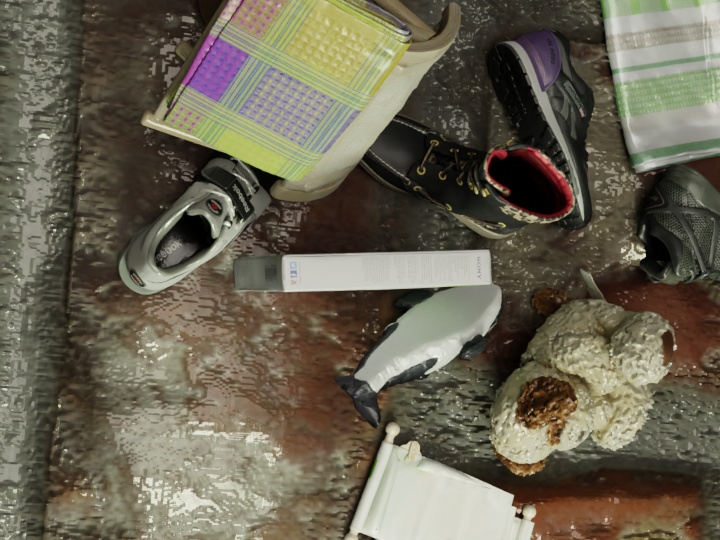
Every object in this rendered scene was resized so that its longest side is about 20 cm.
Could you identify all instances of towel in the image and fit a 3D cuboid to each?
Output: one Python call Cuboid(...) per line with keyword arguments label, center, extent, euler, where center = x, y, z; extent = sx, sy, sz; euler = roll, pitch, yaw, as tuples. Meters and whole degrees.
Cuboid(label="towel", center=(0.328, -0.211, 1.678), extent=(0.149, 0.031, 0.200), euler=(-12, 93, -22))
Cuboid(label="towel", center=(-0.061, -0.163, 1.329), extent=(0.144, 0.200, 0.023), euler=(25, 42, -16))

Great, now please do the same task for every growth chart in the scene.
Cuboid(label="growth chart", center=(0.080, 0.255, 1.576), extent=(0.200, 0.018, 0.145), euler=(30, 79, -18))

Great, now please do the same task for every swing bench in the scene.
Cuboid(label="swing bench", center=(-0.050, -0.177, 1.412), extent=(0.200, 0.199, 0.130), euler=(30, 39, -11))

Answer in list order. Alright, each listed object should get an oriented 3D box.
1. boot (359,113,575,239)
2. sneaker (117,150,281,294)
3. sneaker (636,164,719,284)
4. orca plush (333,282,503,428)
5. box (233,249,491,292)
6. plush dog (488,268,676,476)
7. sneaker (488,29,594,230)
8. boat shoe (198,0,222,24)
Cuboid(label="boot", center=(0.096, -0.095, 1.519), extent=(0.200, 0.151, 0.073), euler=(33, 77, -16))
Cuboid(label="sneaker", center=(-0.128, -0.055, 1.466), extent=(0.074, 0.088, 0.200), euler=(45, 72, -13))
Cuboid(label="sneaker", center=(0.360, -0.005, 1.664), extent=(0.199, 0.076, 0.114), euler=(41, 77, -12))
Cuboid(label="orca plush", center=(0.063, 0.088, 1.544), extent=(0.200, 0.105, 0.071), euler=(-49, 147, -39))
Cuboid(label="box", center=(0.000, 0.000, 1.483), extent=(0.200, 0.144, 0.036), euler=(-1, 90, -22))
Cuboid(label="plush dog", center=(0.189, 0.112, 1.559), extent=(0.160, 0.200, 0.172), euler=(37, 62, 18))
Cuboid(label="sneaker", center=(0.205, -0.142, 1.607), extent=(0.088, 0.076, 0.200), euler=(-22, 97, -26))
Cuboid(label="boat shoe", center=(-0.059, -0.215, 1.514), extent=(0.200, 0.071, 0.065), euler=(34, 42, -12))
